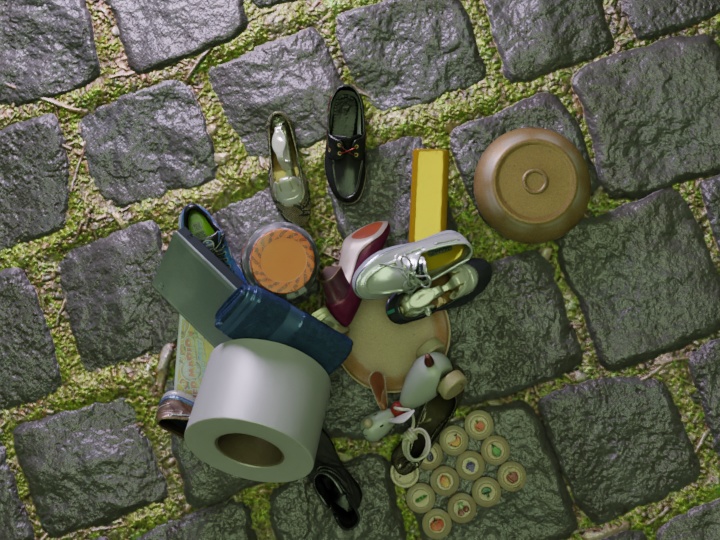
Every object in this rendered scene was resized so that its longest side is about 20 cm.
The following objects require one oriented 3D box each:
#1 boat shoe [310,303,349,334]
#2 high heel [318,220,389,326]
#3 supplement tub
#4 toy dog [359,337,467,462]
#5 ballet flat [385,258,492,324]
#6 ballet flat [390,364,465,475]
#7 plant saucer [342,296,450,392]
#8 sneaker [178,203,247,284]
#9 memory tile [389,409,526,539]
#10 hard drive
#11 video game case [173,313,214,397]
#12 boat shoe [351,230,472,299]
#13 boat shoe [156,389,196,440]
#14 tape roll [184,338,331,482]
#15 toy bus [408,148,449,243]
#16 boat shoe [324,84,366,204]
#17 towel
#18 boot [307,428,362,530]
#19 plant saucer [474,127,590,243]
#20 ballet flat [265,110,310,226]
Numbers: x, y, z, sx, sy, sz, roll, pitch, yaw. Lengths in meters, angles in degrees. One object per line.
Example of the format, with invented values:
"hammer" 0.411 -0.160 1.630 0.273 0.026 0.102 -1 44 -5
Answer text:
"boat shoe" -0.109 0.135 1.360 0.199 0.072 0.065 -36 82 -1
"high heel" 0.000 0.000 1.378 0.200 0.067 0.097 -46 127 -37
"supplement tub" -0.130 -0.015 1.324 0.122 0.200 0.124 0 91 -9
"toy dog" 0.077 0.193 1.314 0.131 0.096 0.201 27 82 33
"ballet flat" 0.135 0.032 1.349 0.199 0.073 0.073 -24 84 -11
"ballet flat" 0.116 0.247 1.356 0.067 0.046 0.201 35 84 -14
"plant saucer" 0.052 0.104 1.397 0.198 0.035 0.202 0 86 2
"sneaker" -0.253 -0.023 1.390 0.078 0.089 0.201 -29 86 -10
"memory tile" 0.163 0.340 1.382 0.199 0.017 0.154 -32 84 0
"hard drive" -0.247 0.043 1.355 0.200 0.033 0.140 42 130 9
"video game case" -0.225 0.162 1.410 0.180 0.023 0.202 3 86 3
"boat shoe" 0.087 0.000 1.298 0.201 0.086 0.075 -20 109 -10
"boat shoe" -0.244 0.271 1.358 0.199 0.073 0.073 23 121 -7
"tape roll" -0.154 0.217 1.267 0.201 0.203 0.140 11 53 3
"toy bus" 0.115 -0.097 1.389 0.065 0.078 0.202 3 85 3
"boat shoe" -0.027 -0.216 1.416 0.073 0.063 0.203 0 87 0
"towel" -0.116 0.093 1.264 0.199 0.112 0.049 31 43 -19
"boot" -0.064 0.317 1.333 0.070 0.132 0.200 -44 87 -1
"plant saucer" 0.293 -0.148 1.400 0.198 0.035 0.202 0 84 3
"ballet flat" -0.130 -0.175 1.408 0.067 0.075 0.202 -10 85 1
